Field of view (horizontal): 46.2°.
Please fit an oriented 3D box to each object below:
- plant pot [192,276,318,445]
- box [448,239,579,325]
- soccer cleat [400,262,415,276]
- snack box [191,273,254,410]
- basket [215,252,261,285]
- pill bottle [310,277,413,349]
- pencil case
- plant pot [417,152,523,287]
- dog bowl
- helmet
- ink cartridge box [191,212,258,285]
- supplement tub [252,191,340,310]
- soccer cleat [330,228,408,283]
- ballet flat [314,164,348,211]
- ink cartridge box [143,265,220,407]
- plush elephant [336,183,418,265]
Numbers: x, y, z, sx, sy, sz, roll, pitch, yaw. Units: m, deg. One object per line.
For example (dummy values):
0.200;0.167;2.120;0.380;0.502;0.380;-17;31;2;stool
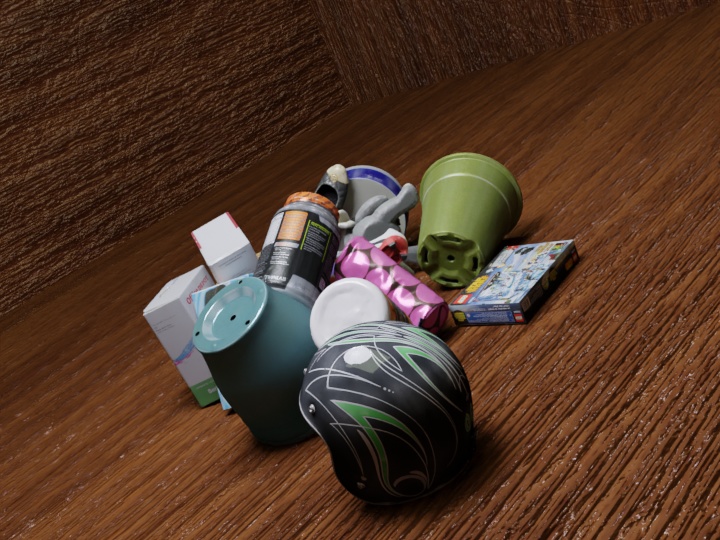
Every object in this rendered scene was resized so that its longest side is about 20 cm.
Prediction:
-0.138;0.118;1.236;0.198;0.189;0.202;-24;38;20;plant pot
0.249;0.019;1.358;0.136;0.040;0.200;-5;26;44;box
0.020;0.034;1.593;0.199;0.077;0.070;-30;45;46;soccer cleat
-0.201;0.118;1.407;0.115;0.203;0.037;-18;-4;18;snack box
-0.185;0.044;1.684;0.198;0.144;0.149;-29;17;-15;basket
0.015;0.092;1.188;0.115;0.118;0.200;-19;-23;14;pill bottle
0.043;0.034;1.353;0.199;0.091;0.094;39;92;28;pencil case
0.180;-0.076;1.518;0.198;0.202;0.191;-13;32;30;plant pot
0.004;-0.116;1.797;0.197;0.202;0.079;-19;20;15;dog bowl
0.032;0.154;1.002;0.197;0.193;0.200;-21;18;7;helmet
-0.214;0.018;1.527;0.082;0.202;0.147;-30;35;-9;ink cartridge box
-0.102;-0.020;1.370;0.121;0.123;0.202;-11;49;35;supplement tub
0.000;0.000;1.496;0.199;0.069;0.085;-40;24;8;soccer cleat
-0.081;-0.123;1.722;0.202;0.066;0.057;-62;-16;17;ballet flat
-0.283;0.114;1.505;0.087;0.202;0.146;-26;16;16;ink cartridge box
0.028;-0.066;1.681;0.197;0.167;0.155;-23;14;-8;plush elephant
